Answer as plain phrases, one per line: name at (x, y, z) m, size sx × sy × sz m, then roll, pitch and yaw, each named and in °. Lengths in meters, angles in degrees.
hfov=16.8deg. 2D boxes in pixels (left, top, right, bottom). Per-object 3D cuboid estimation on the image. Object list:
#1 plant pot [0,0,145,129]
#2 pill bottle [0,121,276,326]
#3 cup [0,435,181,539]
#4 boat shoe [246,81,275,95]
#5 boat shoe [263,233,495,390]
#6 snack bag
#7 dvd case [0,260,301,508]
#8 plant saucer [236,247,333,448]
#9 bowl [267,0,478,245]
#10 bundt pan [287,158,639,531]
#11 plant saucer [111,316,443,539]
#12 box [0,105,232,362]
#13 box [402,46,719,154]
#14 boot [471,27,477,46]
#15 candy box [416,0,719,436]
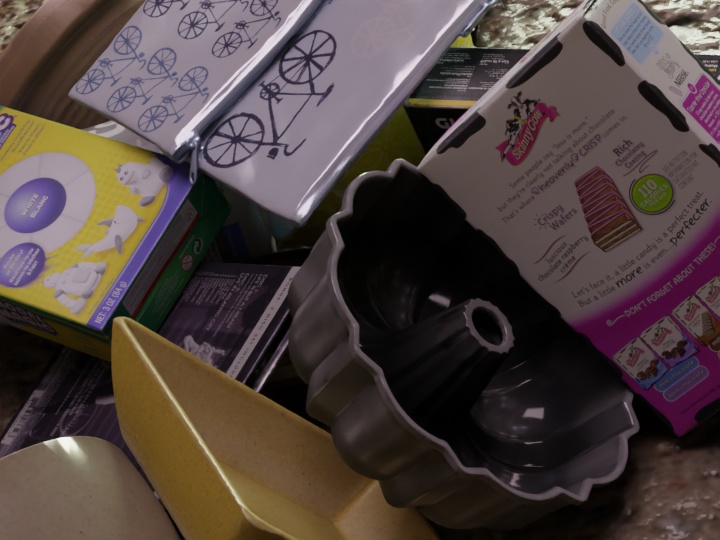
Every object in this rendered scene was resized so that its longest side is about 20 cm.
plant pot at (-0.161, -0.112, 1.590) m, size 0.093 × 0.201 × 0.201 m, roll 40°, pitch 56°, yaw 11°
pill bottle at (-0.161, -0.032, 1.496) m, size 0.199 × 0.114 × 0.114 m, roll -15°, pitch 33°, yaw 2°
cup at (-0.136, 0.197, 1.109) m, size 0.200 × 0.201 × 0.143 m, roll -35°, pitch 62°, yaw -26°
boat shoe at (-0.070, -0.141, 1.446) m, size 0.074 × 0.086 × 0.202 m, roll -1°, pitch 32°, yaw -8°
boat shoe at (0.000, 0.000, 1.345) m, size 0.199 × 0.076 × 0.072 m, roll -22°, pitch 36°, yaw -3°
snack bag at (-0.044, -0.128, 1.354) m, size 0.200 × 0.021 × 0.189 m, roll 33°, pitch 77°, yaw 37°
dvd case at (-0.116, 0.058, 1.339) m, size 0.200 × 0.016 × 0.149 m, roll 2°, pitch 55°, yaw 53°
plant saucer at (-0.049, 0.059, 1.385) m, size 0.200 × 0.037 × 0.201 m, roll -11°, pitch 34°, yaw 8°
bowl at (0.021, -0.104, 1.462) m, size 0.107 × 0.201 × 0.200 m, roll 11°, pitch 31°, yaw -13°
bundt pan at (0.043, 0.046, 1.244) m, size 0.076 × 0.202 × 0.202 m, roll -41°, pitch 16°, yaw 38°
plant saucer at (-0.030, 0.123, 1.181) m, size 0.049 × 0.200 × 0.200 m, roll -52°, pitch 35°, yaw 8°
box at (-0.185, -0.027, 1.395) m, size 0.199 × 0.048 × 0.118 m, roll 16°, pitch 65°, yaw 34°
box at (0.141, -0.052, 1.343) m, size 0.199 × 0.160 × 0.049 m, roll 5°, pitch 55°, yaw 28°
boot at (0.079, -0.200, 1.686) m, size 0.200 × 0.078 × 0.138 m, roll -31°, pitch 39°, yaw 0°
candy box at (0.147, -0.031, 1.241) m, size 0.136 × 0.200 × 0.061 m, roll -41°, pitch 6°, yaw 37°
